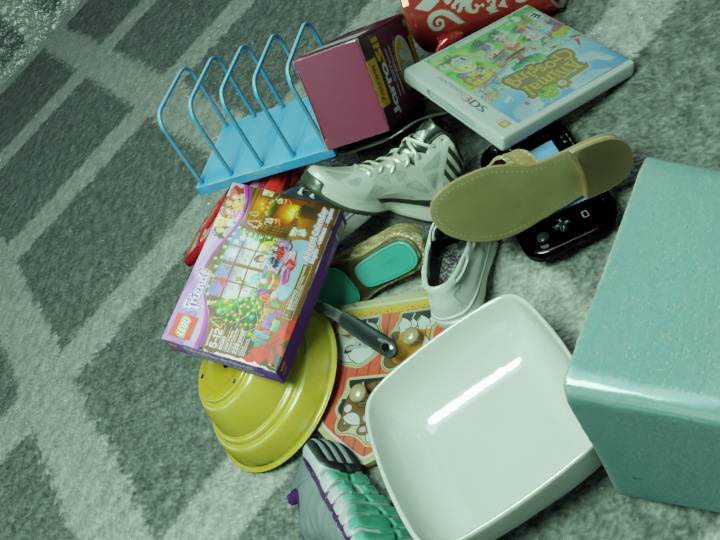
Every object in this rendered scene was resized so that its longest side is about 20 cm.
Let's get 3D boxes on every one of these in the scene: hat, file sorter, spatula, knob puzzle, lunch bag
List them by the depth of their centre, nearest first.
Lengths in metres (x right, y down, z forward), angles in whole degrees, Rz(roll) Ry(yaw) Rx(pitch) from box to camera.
[{"bbox_3d":[0.017,0.110,0.877,0.218,0.030,0.221,-20,47,23],"label":"knob puzzle"},{"bbox_3d":[-0.036,0.045,0.904,0.199,0.020,0.057,27,104,31],"label":"spatula"},{"bbox_3d":[-0.131,-0.205,1.028,0.199,0.123,0.139,-12,42,23],"label":"file sorter"},{"bbox_3d":[0.054,-0.155,1.034,0.199,0.081,0.201,-20,16,6],"label":"hat"},{"bbox_3d":[-0.150,-0.081,1.113,0.201,0.082,0.176,-61,14,-24],"label":"lunch bag"}]

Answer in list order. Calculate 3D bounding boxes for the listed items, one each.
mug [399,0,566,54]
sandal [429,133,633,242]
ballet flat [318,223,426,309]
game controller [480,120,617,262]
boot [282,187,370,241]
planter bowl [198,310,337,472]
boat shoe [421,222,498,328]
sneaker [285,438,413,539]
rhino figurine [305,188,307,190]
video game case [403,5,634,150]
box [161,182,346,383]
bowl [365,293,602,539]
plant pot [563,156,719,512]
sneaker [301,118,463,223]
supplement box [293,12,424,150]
[{"bbox_3d":[0.175,-0.365,1.122,0.199,0.179,0.133,-6,16,33],"label":"mug"},{"bbox_3d":[0.168,-0.091,0.849,0.210,0.078,0.070,-19,22,0],"label":"sandal"},{"bbox_3d":[0.000,0.000,0.980,0.199,0.071,0.065,-22,19,31],"label":"ballet flat"},{"bbox_3d":[0.200,-0.092,0.892,0.104,0.042,0.201,-32,41,16],"label":"game controller"},{"bbox_3d":[-0.049,-0.076,1.014,0.200,0.091,0.073,-43,10,-34],"label":"boot"},{"bbox_3d":[-0.125,0.118,0.934,0.200,0.083,0.202,-29,46,34],"label":"planter bowl"},{"bbox_3d":[0.100,-0.028,0.886,0.072,0.069,0.201,-7,40,29],"label":"boat shoe"},{"bbox_3d":[-0.011,0.250,0.774,0.088,0.074,0.200,-63,33,15],"label":"sneaker"},{"bbox_3d":[-0.090,-0.042,1.083,0.088,0.059,0.201,126,163,-56],"label":"rhino figurine"},{"bbox_3d":[0.182,-0.232,0.961,0.199,0.022,0.182,-31,50,-18],"label":"video game case"},{"bbox_3d":[-0.112,0.009,0.896,0.136,0.039,0.201,13,67,16],"label":"box"},{"bbox_3d":[0.114,0.142,0.735,0.199,0.075,0.200,-37,40,9],"label":"bowl"},{"bbox_3d":[0.286,0.061,0.571,0.199,0.197,0.197,9,62,35],"label":"plant pot"},{"bbox_3d":[0.032,-0.124,0.923,0.076,0.199,0.116,46,122,47],"label":"sneaker"},{"bbox_3d":[0.008,-0.234,1.001,0.085,0.111,0.200,-13,19,24],"label":"supplement box"}]
